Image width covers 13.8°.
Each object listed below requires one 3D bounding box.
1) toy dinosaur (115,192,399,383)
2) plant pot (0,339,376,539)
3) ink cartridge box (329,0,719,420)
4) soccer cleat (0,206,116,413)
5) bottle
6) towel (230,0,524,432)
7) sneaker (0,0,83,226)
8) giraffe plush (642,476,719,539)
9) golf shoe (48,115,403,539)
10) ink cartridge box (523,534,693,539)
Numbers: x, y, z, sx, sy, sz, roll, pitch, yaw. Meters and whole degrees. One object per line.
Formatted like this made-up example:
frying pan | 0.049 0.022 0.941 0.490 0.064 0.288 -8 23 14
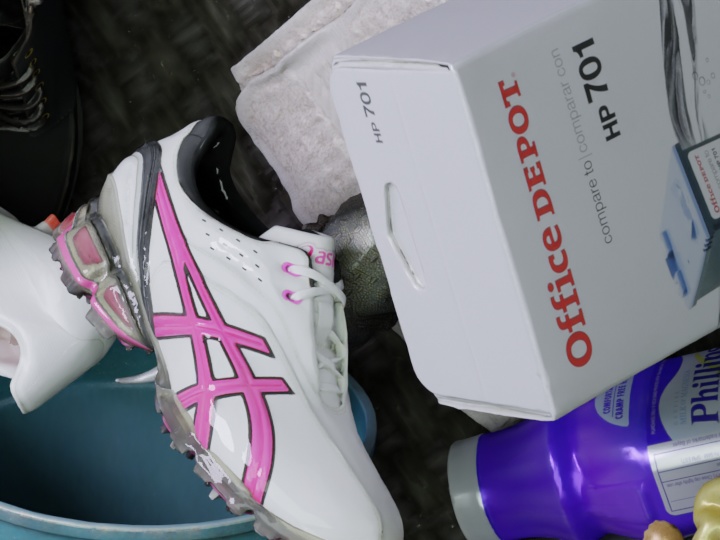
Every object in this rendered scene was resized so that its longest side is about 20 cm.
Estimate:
toy dinosaur | 0.000 0.000 1.214 0.200 0.102 0.077 -31 97 35
plant pot | -0.097 0.143 1.270 0.199 0.200 0.189 9 115 13
ink cartridge box | 0.105 -0.050 1.148 0.086 0.200 0.147 8 120 54
soccer cleat | -0.189 -0.007 1.264 0.199 0.069 0.078 27 63 30
bottle | 0.136 0.073 1.247 0.199 0.084 0.066 -14 114 19
towel | 0.040 -0.038 1.257 0.200 0.034 0.132 51 126 -2
sneaker | -0.161 -0.078 1.263 0.074 0.106 0.201 -1 121 0
giraffe plush | 0.152 0.180 1.164 0.172 0.200 0.162 -41 75 -19
golf shoe | -0.039 0.029 1.142 0.092 0.073 0.200 -43 67 15
ink cartridge box | 0.110 0.216 1.280 0.116 0.067 0.201 -8 95 14
